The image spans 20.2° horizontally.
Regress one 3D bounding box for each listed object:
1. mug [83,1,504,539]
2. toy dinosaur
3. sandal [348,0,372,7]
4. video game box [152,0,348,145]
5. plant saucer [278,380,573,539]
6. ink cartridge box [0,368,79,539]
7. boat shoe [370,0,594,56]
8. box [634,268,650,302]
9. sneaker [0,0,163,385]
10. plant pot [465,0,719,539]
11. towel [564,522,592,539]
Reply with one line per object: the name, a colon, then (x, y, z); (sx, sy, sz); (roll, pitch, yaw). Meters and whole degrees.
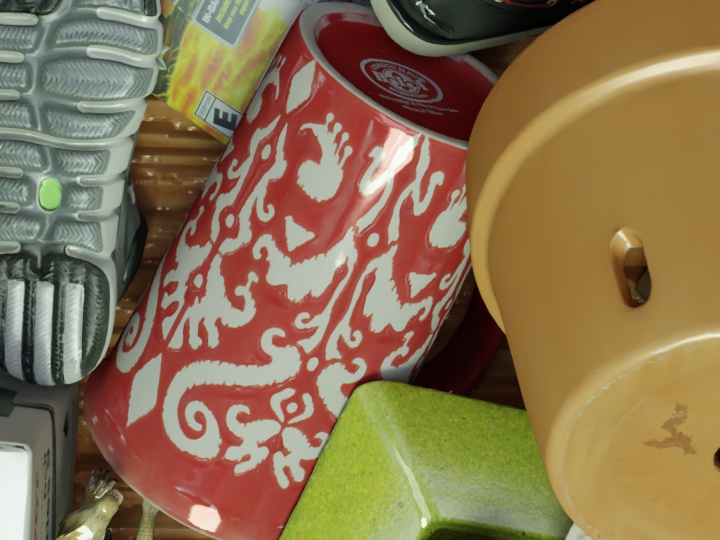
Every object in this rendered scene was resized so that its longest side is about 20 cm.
mug: (-0.010, -0.006, 0.869); (0.133, 0.177, 0.201); (36, 118, 15)
toy dinosaur: (-0.116, 0.159, 0.894); (0.058, 0.101, 0.201); (8, 125, 13)
sandal: (-0.024, -0.169, 0.881); (0.199, 0.043, 0.077); (27, 94, -4)
video game box: (-0.078, -0.171, 0.848); (0.182, 0.047, 0.200); (35, 133, 3)
plant saucer: (0.051, 0.156, 0.876); (0.199, 0.048, 0.201); (13, 117, -29)
ink cartridge box: (-0.171, 0.125, 0.858); (0.083, 0.200, 0.147); (4, 96, -3)
boat shoe: (0.090, -0.144, 0.859); (0.201, 0.063, 0.074); (-25, 84, -43)
box: (0.237, 0.031, 0.898); (0.199, 0.128, 0.109); (36, 95, -4)
sneaker: (-0.124, -0.058, 0.884); (0.074, 0.116, 0.202); (10, 99, 2)
plant pot: (0.134, 0.015, 0.717); (0.198, 0.141, 0.201); (3, 137, 2)
towel: (0.132, 0.194, 0.817); (0.132, 0.034, 0.201); (30, 138, 26)
